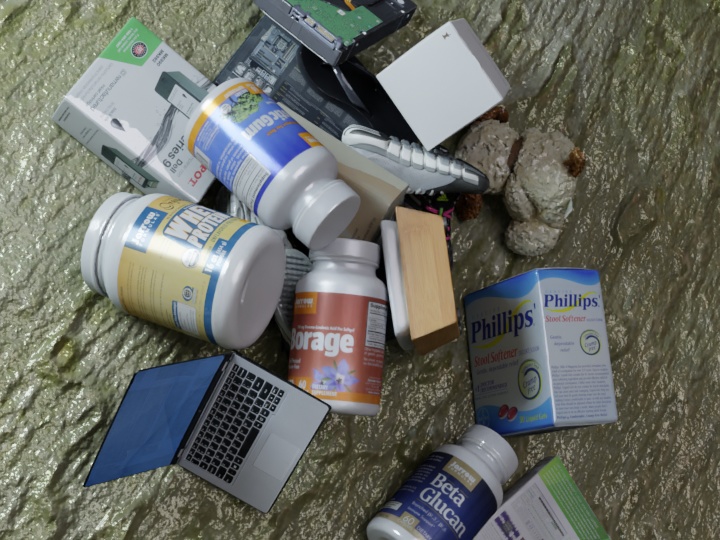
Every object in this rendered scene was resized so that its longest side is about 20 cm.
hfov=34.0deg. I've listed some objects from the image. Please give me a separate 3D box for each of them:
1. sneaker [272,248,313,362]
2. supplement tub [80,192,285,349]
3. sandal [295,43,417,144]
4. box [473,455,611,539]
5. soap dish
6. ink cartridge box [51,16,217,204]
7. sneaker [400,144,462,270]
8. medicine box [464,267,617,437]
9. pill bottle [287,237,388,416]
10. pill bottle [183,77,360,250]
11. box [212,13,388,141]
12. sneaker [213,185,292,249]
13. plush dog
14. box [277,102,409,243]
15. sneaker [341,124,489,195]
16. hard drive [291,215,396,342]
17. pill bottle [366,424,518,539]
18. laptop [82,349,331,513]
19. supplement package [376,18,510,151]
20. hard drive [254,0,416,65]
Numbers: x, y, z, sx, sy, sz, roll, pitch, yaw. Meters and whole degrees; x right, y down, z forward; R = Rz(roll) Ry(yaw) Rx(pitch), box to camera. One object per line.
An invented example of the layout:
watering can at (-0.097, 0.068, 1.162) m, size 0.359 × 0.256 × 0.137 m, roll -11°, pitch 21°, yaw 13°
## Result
sneaker at (-0.069, 0.070, 1.462) m, size 0.078 × 0.079 × 0.200 m, roll -28°, pitch 99°, yaw -24°
supplement tub at (-0.201, -0.004, 1.342) m, size 0.199 × 0.145 × 0.145 m, roll 17°, pitch 66°, yaw 17°
sandal at (0.002, -0.234, 1.539) m, size 0.200 × 0.043 × 0.076 m, roll 42°, pitch 62°, yaw -11°
box at (0.229, 0.363, 1.572) m, size 0.200 × 0.036 × 0.145 m, roll -34°, pitch 94°, yaw -27°
soap dish at (0.076, 0.016, 1.446) m, size 0.081 × 0.200 × 0.158 m, roll -8°, pitch 80°, yaw 4°
ink cartridge box at (-0.248, -0.184, 1.437) m, size 0.200 × 0.084 × 0.146 m, roll 39°, pitch 64°, yaw -14°
sneaker at (0.096, -0.082, 1.582) m, size 0.074 × 0.087 × 0.201 m, roll 0°, pitch 78°, yaw -26°
medicine box at (0.232, 0.112, 1.548) m, size 0.103 × 0.182 × 0.201 m, roll 0°, pitch 78°, yaw -27°
pill bottle at (-0.026, 0.067, 1.379) m, size 0.112 × 0.112 × 0.201 m, roll 8°, pitch 81°, yaw -25°
pill bottle at (-0.097, -0.118, 1.342) m, size 0.200 × 0.112 × 0.112 m, roll 42°, pitch 60°, yaw 16°
box at (-0.080, -0.233, 1.552) m, size 0.200 × 0.051 × 0.158 m, roll 38°, pitch 64°, yaw -13°
sneaker at (-0.127, -0.011, 1.463) m, size 0.099 × 0.078 × 0.201 m, roll 7°, pitch 77°, yaw -30°
plush dog at (0.214, -0.142, 1.637) m, size 0.171 × 0.161 × 0.201 m, roll 16°, pitch 70°, yaw 2°
box at (-0.052, -0.112, 1.458) m, size 0.200 × 0.095 × 0.078 m, roll 31°, pitch 31°, yaw 6°
sneaker at (0.058, -0.106, 1.521) m, size 0.199 × 0.075 × 0.116 m, roll 19°, pitch 104°, yaw -3°
hard drive at (0.000, 0.000, 1.543) m, size 0.139 × 0.038 × 0.201 m, roll -19°, pitch 88°, yaw -29°
pill bottle at (0.109, 0.291, 1.485) m, size 0.111 × 0.111 × 0.200 m, roll 50°, pitch 62°, yaw -8°
laptop at (-0.170, 0.195, 1.306) m, size 0.200 × 0.188 × 0.116 m, roll 30°, pitch 32°, yaw 0°
supplement package at (0.114, -0.249, 1.555) m, size 0.120 × 0.200 × 0.121 m, roll -34°, pitch 95°, yaw 15°
hard drive at (-0.030, -0.349, 1.548) m, size 0.140 × 0.038 × 0.200 m, roll 39°, pitch 40°, yaw 8°
